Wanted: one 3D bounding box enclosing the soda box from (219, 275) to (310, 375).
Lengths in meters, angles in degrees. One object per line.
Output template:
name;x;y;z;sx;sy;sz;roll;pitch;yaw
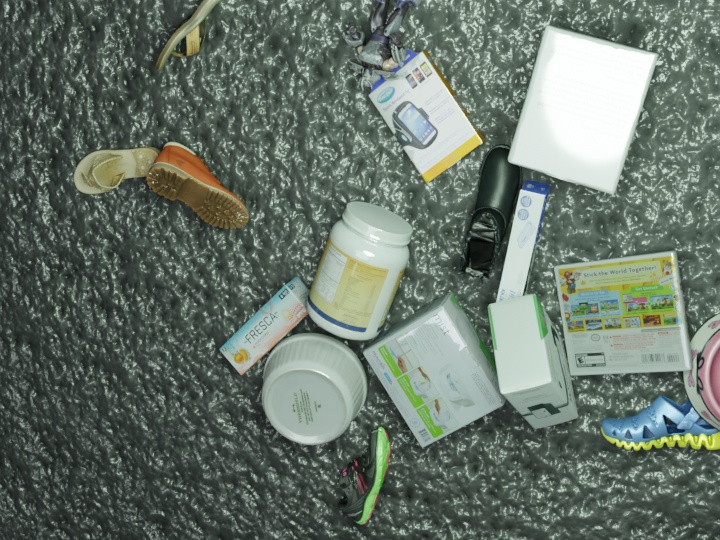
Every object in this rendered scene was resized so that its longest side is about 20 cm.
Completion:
soda box;-0.170;0.103;1.575;0.200;0.064;0.069;-42;90;22

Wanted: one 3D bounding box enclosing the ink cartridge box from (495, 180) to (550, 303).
ink cartridge box;0.263;-0.037;1.377;0.043;0.094;0.204;13;108;14

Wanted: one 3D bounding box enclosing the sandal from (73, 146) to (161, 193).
sandal;-0.473;-0.188;1.591;0.207;0.070;0.079;-10;102;20

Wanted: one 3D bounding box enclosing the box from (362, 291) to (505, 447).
box;0.133;0.172;1.475;0.175;0.097;0.202;-33;93;22

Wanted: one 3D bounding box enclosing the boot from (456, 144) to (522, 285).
boot;0.205;-0.090;1.344;0.072;0.162;0.202;14;109;12

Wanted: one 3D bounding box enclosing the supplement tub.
supplement tub;0.000;0.000;1.446;0.142;0.144;0.203;25;111;10

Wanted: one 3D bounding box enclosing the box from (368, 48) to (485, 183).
box;0.103;-0.262;1.399;0.118;0.041;0.202;-33;90;23

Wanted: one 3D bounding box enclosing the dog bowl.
dog bowl;0.603;0.160;1.300;0.195;0.074;0.205;0;90;9

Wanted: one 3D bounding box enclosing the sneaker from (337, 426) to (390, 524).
sneaker;0.003;0.384;1.588;0.082;0.077;0.204;19;109;8

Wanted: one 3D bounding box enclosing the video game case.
video game case;0.417;0.072;1.355;0.197;0.023;0.186;-8;94;36

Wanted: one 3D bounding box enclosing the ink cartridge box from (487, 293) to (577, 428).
ink cartridge box;0.276;0.149;1.346;0.082;0.200;0.149;-16;60;19

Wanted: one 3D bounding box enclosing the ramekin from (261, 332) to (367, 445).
ramekin;-0.090;0.224;1.546;0.198;0.095;0.207;3;114;8

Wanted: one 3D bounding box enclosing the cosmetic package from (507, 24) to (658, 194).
cosmetic package;0.331;-0.243;1.260;0.162;0.165;0.204;19;109;13

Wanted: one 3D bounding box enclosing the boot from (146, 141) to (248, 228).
boot;-0.283;-0.158;1.536;0.198;0.108;0.075;33;125;-23

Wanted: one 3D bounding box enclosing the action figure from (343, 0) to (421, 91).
action figure;0.035;-0.386;1.357;0.128;0.069;0.204;23;98;29

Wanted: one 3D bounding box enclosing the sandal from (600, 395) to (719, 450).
sandal;0.495;0.245;1.392;0.195;0.080;0.089;-6;100;11

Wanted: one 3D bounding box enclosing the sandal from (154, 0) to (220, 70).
sandal;-0.288;-0.414;1.475;0.199;0.081;0.054;-40;112;19
